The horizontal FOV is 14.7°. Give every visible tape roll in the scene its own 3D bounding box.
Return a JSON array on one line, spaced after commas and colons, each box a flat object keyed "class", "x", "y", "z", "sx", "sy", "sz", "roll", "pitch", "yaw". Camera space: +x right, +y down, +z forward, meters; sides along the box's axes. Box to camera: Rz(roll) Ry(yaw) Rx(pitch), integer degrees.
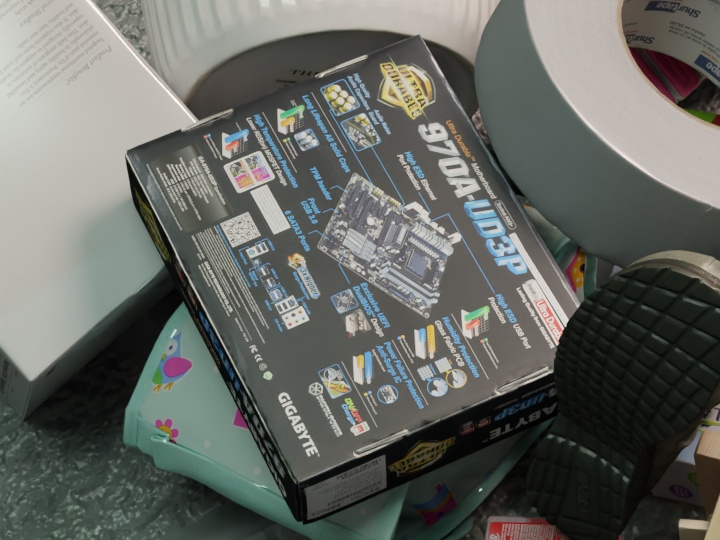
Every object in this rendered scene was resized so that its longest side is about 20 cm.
[{"class": "tape roll", "x": 0.157, "y": -0.087, "z": 1.342, "sx": 0.200, "sy": 0.066, "sz": 0.201, "roll": 13, "pitch": 52, "yaw": -16}]

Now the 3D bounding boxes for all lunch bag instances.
[{"class": "lunch bag", "x": 0.001, "y": 0.047, "z": 1.382, "sx": 0.170, "sy": 0.122, "sz": 0.200, "roll": 25, "pitch": 61, "yaw": 25}]

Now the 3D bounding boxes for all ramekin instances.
[{"class": "ramekin", "x": -0.018, "y": -0.132, "z": 1.460, "sx": 0.200, "sy": 0.200, "sz": 0.105, "roll": -10, "pitch": 65, "yaw": 8}]

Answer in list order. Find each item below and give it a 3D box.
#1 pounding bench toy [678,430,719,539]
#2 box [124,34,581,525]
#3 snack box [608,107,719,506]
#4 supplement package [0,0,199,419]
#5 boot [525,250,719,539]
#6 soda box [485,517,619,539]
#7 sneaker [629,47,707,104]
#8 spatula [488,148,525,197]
[{"class": "pounding bench toy", "x": 0.185, "y": 0.160, "z": 1.214, "sx": 0.124, "sy": 0.200, "sz": 0.156, "roll": 13, "pitch": 61, "yaw": 21}, {"class": "box", "x": 0.000, "y": 0.000, "z": 1.308, "sx": 0.159, "sy": 0.046, "sz": 0.200, "roll": -23, "pitch": 61, "yaw": -12}, {"class": "snack box", "x": 0.195, "y": 0.022, "z": 1.389, "sx": 0.142, "sy": 0.053, "sz": 0.200, "roll": 12, "pitch": 61, "yaw": 22}, {"class": "supplement package", "x": -0.180, "y": -0.054, "z": 1.426, "sx": 0.152, "sy": 0.151, "sz": 0.200, "roll": -41, "pitch": 88, "yaw": -13}, {"class": "boot", "x": 0.141, "y": 0.027, "z": 1.236, "sx": 0.068, "sy": 0.200, "sz": 0.131, "roll": 36, "pitch": 54, "yaw": 12}, {"class": "soda box", "x": 0.082, "y": 0.216, "z": 1.273, "sx": 0.063, "sy": 0.070, "sz": 0.200, "roll": 1, "pitch": 58, "yaw": 16}, {"class": "sneaker", "x": 0.165, "y": -0.128, "z": 1.474, "sx": 0.200, "sy": 0.088, "sz": 0.081, "roll": -27, "pitch": 85, "yaw": -10}, {"class": "spatula", "x": 0.119, "y": -0.035, "z": 1.366, "sx": 0.200, "sy": 0.021, "sz": 0.057, "roll": 15, "pitch": 38, "yaw": 9}]
